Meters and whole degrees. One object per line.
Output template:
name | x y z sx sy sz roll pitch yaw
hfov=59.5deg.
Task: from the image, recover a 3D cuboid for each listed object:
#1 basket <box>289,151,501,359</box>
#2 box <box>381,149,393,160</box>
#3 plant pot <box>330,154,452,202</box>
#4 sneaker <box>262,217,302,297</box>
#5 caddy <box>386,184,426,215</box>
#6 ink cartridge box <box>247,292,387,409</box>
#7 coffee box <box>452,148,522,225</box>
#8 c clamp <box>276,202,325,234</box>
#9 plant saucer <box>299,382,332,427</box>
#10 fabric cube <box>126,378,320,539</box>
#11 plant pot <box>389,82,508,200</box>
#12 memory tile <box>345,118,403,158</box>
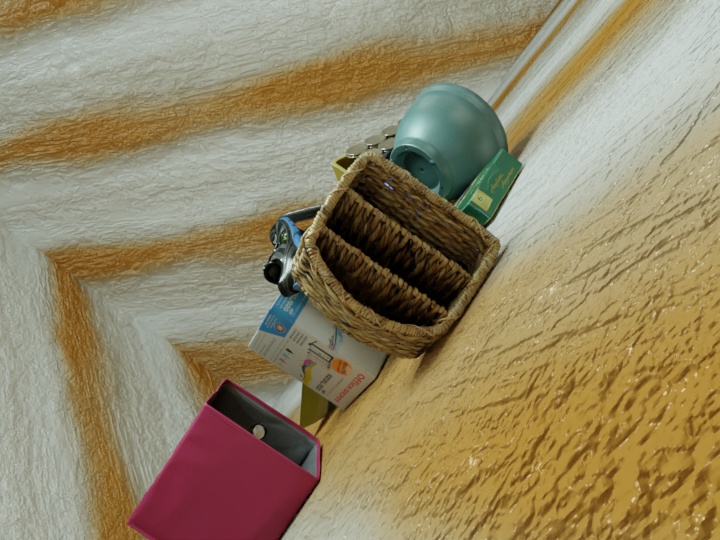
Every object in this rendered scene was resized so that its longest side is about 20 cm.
basket | 0.031 -0.008 0.724 0.143 0.199 0.149 -55 2 -39
box | 0.075 -0.098 1.129 0.051 0.201 0.158 -27 18 32
plant pot | 0.080 -0.153 1.335 0.193 0.201 0.195 -26 34 -15
sneaker | -0.119 -0.022 0.978 0.082 0.071 0.200 -29 31 -3
caddy | 0.061 -0.047 0.902 0.105 0.201 0.141 -37 4 15
ink cartridge box | -0.055 0.102 1.056 0.147 0.199 0.145 -52 5 49
coffee box | 0.171 -0.092 0.999 0.123 0.044 0.200 -55 1 -28
c clamp | -0.046 -0.085 1.155 0.171 0.198 0.027 44 -141 -68
plant saucer | -0.060 0.180 1.237 0.200 0.047 0.202 -57 -25 -61
fabric cube | -0.193 0.317 0.960 0.200 0.195 0.200 -57 3 -1
plant pot | 0.134 -0.200 1.089 0.134 0.200 0.200 -44 -4 -29
memory tile | 0.079 -0.267 1.306 0.199 0.017 0.153 -33 36 -25
